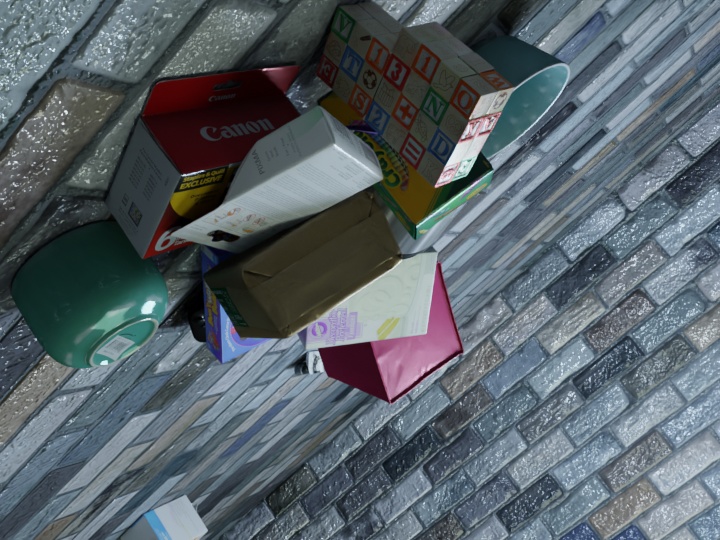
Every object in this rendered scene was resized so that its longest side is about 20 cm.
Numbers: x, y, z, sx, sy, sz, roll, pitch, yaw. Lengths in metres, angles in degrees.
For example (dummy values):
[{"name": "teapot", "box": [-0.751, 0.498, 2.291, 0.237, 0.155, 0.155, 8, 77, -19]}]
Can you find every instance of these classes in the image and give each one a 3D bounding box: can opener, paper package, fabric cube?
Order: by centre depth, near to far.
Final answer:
[{"name": "paper package", "box": [-0.077, -0.003, 1.044, 0.190, 0.104, 0.200, -33, -169, -22]}, {"name": "fabric cube", "box": [0.040, 0.094, 1.559, 0.199, 0.198, 0.199, -30, -156, -30]}, {"name": "can opener", "box": [-0.096, 0.221, 2.061, 0.066, 0.053, 0.200, -7, 176, 24]}]

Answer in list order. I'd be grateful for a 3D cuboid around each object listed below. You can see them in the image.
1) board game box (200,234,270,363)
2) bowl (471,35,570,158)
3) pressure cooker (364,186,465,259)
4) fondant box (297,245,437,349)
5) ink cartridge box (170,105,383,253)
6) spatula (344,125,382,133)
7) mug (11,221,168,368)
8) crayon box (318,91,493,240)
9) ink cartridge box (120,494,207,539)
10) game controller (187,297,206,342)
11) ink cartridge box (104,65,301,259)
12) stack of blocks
[{"name": "board game box", "box": [-0.156, 0.023, 1.203, 0.134, 0.045, 0.201, -25, 138, -32]}, {"name": "bowl", "box": [0.192, -0.258, 1.217, 0.200, 0.105, 0.201, -35, 164, -12]}, {"name": "pressure cooker", "box": [0.053, -0.111, 1.166, 0.174, 0.180, 0.200, -3, 153, -23]}, {"name": "fondant box", "box": [0.007, 0.032, 1.247, 0.198, 0.058, 0.146, -5, 119, -19]}, {"name": "ink cartridge box", "box": [-0.090, -0.089, 0.899, 0.199, 0.051, 0.161, -25, 166, 15]}, {"name": "spatula", "box": [-0.031, -0.152, 0.982, 0.199, 0.021, 0.056, -4, -176, 45]}, {"name": "mug", "box": [-0.283, 0.033, 0.956, 0.184, 0.115, 0.152, -22, 158, -44]}, {"name": "crayon box", "box": [0.053, -0.153, 1.023, 0.118, 0.201, 0.058, -36, 165, -7]}, {"name": "ink cartridge box", "box": [-0.538, 0.733, 2.353, 0.129, 0.126, 0.199, -45, 162, 25]}, {"name": "game controller", "box": [-0.170, 0.055, 1.314, 0.198, 0.042, 0.105, -19, 140, -12]}, {"name": "ink cartridge box", "box": [-0.145, -0.119, 0.893, 0.199, 0.084, 0.176, -22, 157, -44]}, {"name": "stack of blocks", "box": [0.050, -0.198, 0.878, 0.058, 0.200, 0.116, -23, 149, -42]}]
